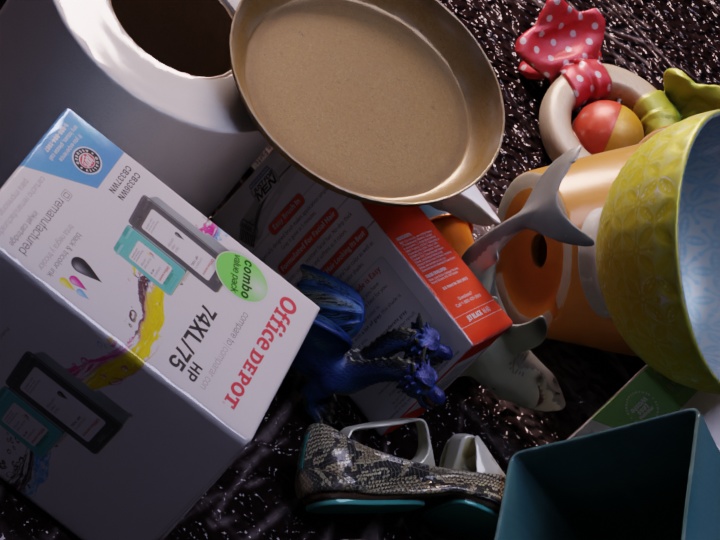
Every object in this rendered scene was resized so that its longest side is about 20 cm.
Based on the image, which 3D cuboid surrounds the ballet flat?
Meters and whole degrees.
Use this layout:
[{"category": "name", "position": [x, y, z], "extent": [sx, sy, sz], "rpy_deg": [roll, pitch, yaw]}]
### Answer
[{"category": "ballet flat", "position": [0.045, 0.137, 1.483], "extent": [0.199, 0.068, 0.076], "rpy_deg": [15, 67, -31]}]

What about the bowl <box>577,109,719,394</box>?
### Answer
[{"category": "bowl", "position": [0.219, -0.009, 1.574], "extent": [0.200, 0.107, 0.202], "rpy_deg": [12, 75, -56]}]

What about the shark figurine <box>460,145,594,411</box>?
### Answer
[{"category": "shark figurine", "position": [0.095, 0.005, 1.587], "extent": [0.127, 0.216, 0.090], "rpy_deg": [5, 42, 1]}]

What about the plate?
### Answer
[{"category": "plate", "position": [0.015, -0.116, 1.598], "extent": [0.201, 0.032, 0.199], "rpy_deg": [55, 9, 15]}]

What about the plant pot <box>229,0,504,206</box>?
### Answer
[{"category": "plant pot", "position": [0.002, -0.121, 1.474], "extent": [0.199, 0.028, 0.201], "rpy_deg": [14, 54, -19]}]

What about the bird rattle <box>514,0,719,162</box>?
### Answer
[{"category": "bird rattle", "position": [0.219, -0.140, 1.928], "extent": [0.199, 0.113, 0.164], "rpy_deg": [31, 53, -12]}]

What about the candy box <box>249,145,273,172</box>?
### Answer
[{"category": "candy box", "position": [-0.088, -0.169, 1.683], "extent": [0.200, 0.061, 0.136], "rpy_deg": [46, 35, 3]}]

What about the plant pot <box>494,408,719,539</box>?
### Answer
[{"category": "plant pot", "position": [0.196, 0.222, 1.458], "extent": [0.200, 0.140, 0.142], "rpy_deg": [54, 34, -31]}]

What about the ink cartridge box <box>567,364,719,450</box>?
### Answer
[{"category": "ink cartridge box", "position": [0.250, 0.168, 1.616], "extent": [0.200, 0.117, 0.067], "rpy_deg": [47, 33, 6]}]

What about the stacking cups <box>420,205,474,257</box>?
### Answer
[{"category": "stacking cups", "position": [0.057, -0.047, 1.699], "extent": [0.060, 0.061, 0.201], "rpy_deg": [12, 46, -36]}]

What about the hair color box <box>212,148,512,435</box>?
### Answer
[{"category": "hair color box", "position": [0.000, 0.000, 1.551], "extent": [0.200, 0.111, 0.064], "rpy_deg": [51, 34, 10]}]

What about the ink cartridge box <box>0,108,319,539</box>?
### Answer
[{"category": "ink cartridge box", "position": [-0.157, 0.042, 1.322], "extent": [0.200, 0.146, 0.147], "rpy_deg": [38, 36, -8]}]

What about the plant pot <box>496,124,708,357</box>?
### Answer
[{"category": "plant pot", "position": [0.210, -0.015, 1.722], "extent": [0.182, 0.201, 0.201], "rpy_deg": [-1, 53, -26]}]

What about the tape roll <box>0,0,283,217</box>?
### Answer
[{"category": "tape roll", "position": [-0.156, -0.129, 1.503], "extent": [0.202, 0.139, 0.204], "rpy_deg": [25, 41, -23]}]

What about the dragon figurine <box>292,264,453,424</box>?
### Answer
[{"category": "dragon figurine", "position": [-0.033, 0.038, 1.485], "extent": [0.199, 0.100, 0.059], "rpy_deg": [34, 37, -3]}]
